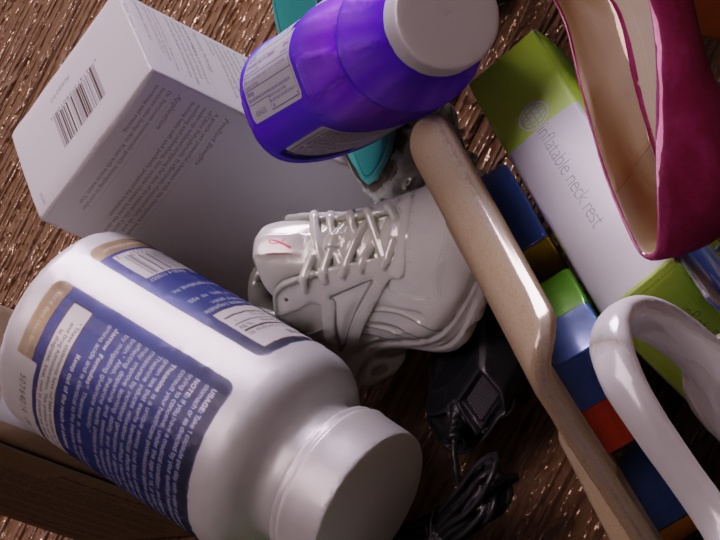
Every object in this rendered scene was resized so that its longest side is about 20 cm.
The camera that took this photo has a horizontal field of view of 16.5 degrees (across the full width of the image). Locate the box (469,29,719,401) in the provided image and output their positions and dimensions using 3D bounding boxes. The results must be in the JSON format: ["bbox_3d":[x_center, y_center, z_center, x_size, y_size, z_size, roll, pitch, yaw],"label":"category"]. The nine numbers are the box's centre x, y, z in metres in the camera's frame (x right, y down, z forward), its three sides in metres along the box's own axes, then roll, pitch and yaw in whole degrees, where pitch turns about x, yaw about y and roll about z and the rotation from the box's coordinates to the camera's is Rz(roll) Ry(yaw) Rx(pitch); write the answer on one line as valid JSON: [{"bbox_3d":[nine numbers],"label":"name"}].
[{"bbox_3d":[0.128,-0.009,1.107,0.048,0.122,0.200,-39,41,13],"label":"box"}]

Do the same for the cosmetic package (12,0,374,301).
[{"bbox_3d":[-0.070,-0.050,1.322,0.108,0.200,0.085,-50,38,19],"label":"cosmetic package"}]

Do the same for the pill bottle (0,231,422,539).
[{"bbox_3d":[-0.071,0.070,1.215,0.200,0.111,0.111,29,93,29],"label":"pill bottle"}]

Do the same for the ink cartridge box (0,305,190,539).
[{"bbox_3d":[-0.178,0.088,1.375,0.164,0.200,0.075,-12,61,48],"label":"ink cartridge box"}]

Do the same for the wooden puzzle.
[{"bbox_3d":[0.095,0.044,1.069,0.046,0.200,0.185,-28,35,2],"label":"wooden puzzle"}]

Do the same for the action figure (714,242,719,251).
[{"bbox_3d":[0.228,-0.049,1.046,0.200,0.069,0.130,-21,40,37],"label":"action figure"}]

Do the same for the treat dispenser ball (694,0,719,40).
[{"bbox_3d":[0.181,-0.199,1.091,0.201,0.201,0.201,-30,47,39],"label":"treat dispenser ball"}]

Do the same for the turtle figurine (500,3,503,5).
[{"bbox_3d":[0.016,-0.197,1.339,0.199,0.194,0.144,-24,86,4],"label":"turtle figurine"}]

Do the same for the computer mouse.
[{"bbox_3d":[0.054,0.063,1.237,0.140,0.046,0.201,128,152,-50],"label":"computer mouse"}]

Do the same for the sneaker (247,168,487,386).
[{"bbox_3d":[0.000,0.000,1.213,0.200,0.099,0.078,138,145,-57],"label":"sneaker"}]

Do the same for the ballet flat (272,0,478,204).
[{"bbox_3d":[0.008,-0.097,1.297,0.072,0.072,0.200,-48,39,21],"label":"ballet flat"}]

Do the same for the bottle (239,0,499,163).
[{"bbox_3d":[0.006,-0.095,1.116,0.065,0.083,0.200,71,162,0],"label":"bottle"}]

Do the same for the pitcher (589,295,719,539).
[{"bbox_3d":[0.166,0.106,0.945,0.121,0.171,0.200,-47,37,38],"label":"pitcher"}]

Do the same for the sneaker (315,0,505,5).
[{"bbox_3d":[0.035,-0.148,1.204,0.200,0.082,0.073,-166,88,-71],"label":"sneaker"}]

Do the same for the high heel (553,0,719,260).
[{"bbox_3d":[0.094,-0.100,1.016,0.096,0.200,0.067,-36,5,-36],"label":"high heel"}]
